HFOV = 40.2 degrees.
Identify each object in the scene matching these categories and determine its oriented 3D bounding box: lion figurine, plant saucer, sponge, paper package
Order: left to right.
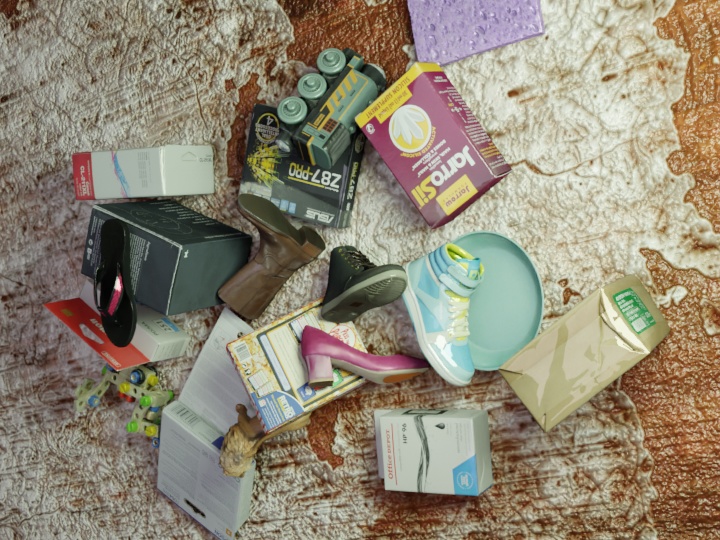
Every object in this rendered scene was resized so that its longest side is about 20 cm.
[{"bbox_3d":[-0.142,0.246,1.576,0.198,0.123,0.073,-34,114,8],"label":"lion figurine"},{"bbox_3d":[0.168,-0.374,1.435,0.197,0.030,0.114,-12,89,28],"label":"sponge"},{"bbox_3d":[0.188,0.043,1.443,0.197,0.036,0.205,2,94,37],"label":"plant saucer"},{"bbox_3d":[0.302,0.104,1.306,0.190,0.199,0.104,-43,76,23],"label":"paper package"}]

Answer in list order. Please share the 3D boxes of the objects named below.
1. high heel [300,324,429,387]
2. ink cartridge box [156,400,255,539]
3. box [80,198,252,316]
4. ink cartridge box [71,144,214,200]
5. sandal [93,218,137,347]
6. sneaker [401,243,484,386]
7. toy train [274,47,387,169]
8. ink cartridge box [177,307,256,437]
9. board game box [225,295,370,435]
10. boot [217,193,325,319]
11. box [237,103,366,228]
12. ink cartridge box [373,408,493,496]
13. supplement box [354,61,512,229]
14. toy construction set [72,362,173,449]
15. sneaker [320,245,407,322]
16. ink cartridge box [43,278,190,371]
[{"bbox_3d":[0.007,0.124,1.515,0.195,0.068,0.098,-5,67,-7],"label":"high heel"},{"bbox_3d":[-0.273,0.357,1.718,0.195,0.043,0.203,31,131,23],"label":"ink cartridge box"},{"bbox_3d":[-0.320,-0.027,1.635,0.194,0.199,0.126,21,106,26],"label":"box"},{"bbox_3d":[-0.369,-0.166,1.681,0.196,0.145,0.085,0,96,29],"label":"ink cartridge box"},{"bbox_3d":[-0.393,0.022,1.542,0.074,0.045,0.205,4,101,29],"label":"sandal"},{"bbox_3d":[0.138,0.054,1.412,0.130,0.079,0.203,-35,72,34],"label":"sneaker"},{"bbox_3d":[-0.044,-0.249,1.496,0.113,0.086,0.201,30,70,17],"label":"toy train"},{"bbox_3d":[-0.210,0.188,1.684,0.159,0.047,0.202,35,106,22],"label":"ink cartridge box"},{"bbox_3d":[-0.092,0.144,1.545,0.197,0.046,0.154,-25,80,-14],"label":"board game box"},{"bbox_3d":[-0.181,-0.014,1.586,0.199,0.185,0.065,-41,36,25],"label":"boot"},{"bbox_3d":[-0.095,-0.170,1.586,0.197,0.049,0.165,18,104,25],"label":"box"},{"bbox_3d":[0.097,0.276,1.506,0.196,0.067,0.119,-4,92,29],"label":"ink cartridge box"},{"bbox_3d":[0.106,-0.183,1.430,0.130,0.103,0.201,-38,84,25],"label":"supplement box"},{"bbox_3d":[-0.424,0.231,1.783,0.196,0.092,0.134,18,103,15],"label":"toy construction set"},{"bbox_3d":[0.000,0.000,1.476,0.199,0.074,0.108,-28,55,51],"label":"sneaker"},{"bbox_3d":[-0.421,0.088,1.714,0.199,0.175,0.045,36,109,21],"label":"ink cartridge box"}]
